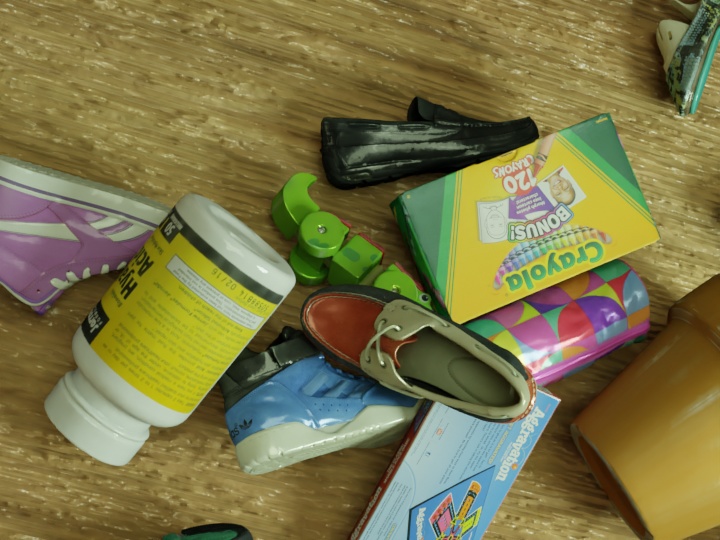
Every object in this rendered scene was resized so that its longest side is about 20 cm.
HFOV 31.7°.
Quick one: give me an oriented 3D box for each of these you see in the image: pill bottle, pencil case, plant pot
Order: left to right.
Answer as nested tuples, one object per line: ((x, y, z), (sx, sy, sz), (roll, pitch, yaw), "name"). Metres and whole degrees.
((-0.151, 0.049, 0.976), (0.111, 0.111, 0.200), (38, 95, -5), "pill bottle")
((0.159, 0.063, 1.098), (0.199, 0.088, 0.089), (-27, 86, -18), "pencil case")
((0.287, 0.134, 1.074), (0.183, 0.200, 0.201), (-33, 88, -3), "plant pot")

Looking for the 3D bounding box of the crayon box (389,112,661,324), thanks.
((0.138, -0.041, 1.078), (0.199, 0.058, 0.119), (-22, 88, -10), "crayon box")

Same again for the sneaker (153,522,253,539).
((-0.168, 0.268, 0.981), (0.199, 0.074, 0.088), (-22, 101, -11), "sneaker")

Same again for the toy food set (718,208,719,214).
((0.442, -0.008, 1.212), (0.143, 0.060, 0.200), (-33, 90, -31), "toy food set")

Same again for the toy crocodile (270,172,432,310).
((0.000, 0.000, 1.063), (0.200, 0.068, 0.062), (41, 61, 11), "toy crocodile")

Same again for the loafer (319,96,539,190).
((0.062, -0.120, 1.117), (0.200, 0.068, 0.071), (-10, 89, -14), "loafer")

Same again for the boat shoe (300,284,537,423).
((0.040, 0.063, 0.968), (0.199, 0.063, 0.071), (23, 95, 14), "boat shoe")

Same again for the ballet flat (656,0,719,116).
((0.324, -0.240, 1.225), (0.074, 0.074, 0.201), (30, 70, -8), "ballet flat")

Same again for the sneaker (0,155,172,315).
((-0.217, -0.013, 1.028), (0.200, 0.073, 0.115), (16, 94, -17), "sneaker")

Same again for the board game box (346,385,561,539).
((0.072, 0.169, 1.031), (0.103, 0.019, 0.201), (26, 98, -21), "board game box")

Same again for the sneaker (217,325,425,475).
((-0.023, 0.092, 1.044), (0.199, 0.077, 0.112), (-10, 69, -28), "sneaker")
